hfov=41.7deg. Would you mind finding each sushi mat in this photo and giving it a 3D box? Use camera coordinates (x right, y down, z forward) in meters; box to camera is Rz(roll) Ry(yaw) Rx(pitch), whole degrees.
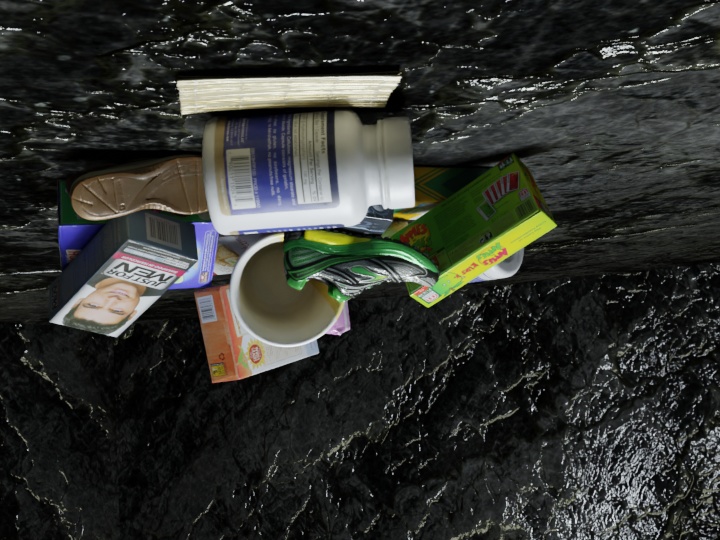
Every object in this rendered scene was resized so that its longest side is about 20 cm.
[{"bbox_3d":[-0.066,-0.162,0.861,0.200,0.012,0.096,-3,173,-7],"label":"sushi mat"}]

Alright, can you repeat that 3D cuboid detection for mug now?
[{"bbox_3d":[-0.087,0.015,1.284,0.186,0.150,0.153,-7,-173,-9],"label":"mug"}]

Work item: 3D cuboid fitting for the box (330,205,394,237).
[{"bbox_3d":[-0.048,-0.075,1.106,0.160,0.044,0.200,7,175,-4],"label":"box"}]

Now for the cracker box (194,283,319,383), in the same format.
[{"bbox_3d":[-0.149,0.079,1.397,0.058,0.134,0.200,-11,180,33],"label":"cracker box"}]

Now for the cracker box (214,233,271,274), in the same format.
[{"bbox_3d":[-0.184,-0.047,1.421,0.200,0.058,0.134,-5,158,18],"label":"cracker box"}]

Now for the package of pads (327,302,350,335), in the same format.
[{"bbox_3d":[-0.086,0.008,1.516,0.120,0.200,0.076,-6,-179,22],"label":"package of pads"}]

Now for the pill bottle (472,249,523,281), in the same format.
[{"bbox_3d":[0.156,-0.037,1.560,0.200,0.120,0.120,-10,171,41],"label":"pill bottle"}]

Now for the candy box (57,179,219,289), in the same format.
[{"bbox_3d":[-0.295,-0.044,1.250,0.200,0.077,0.169,-3,149,-17],"label":"candy box"}]

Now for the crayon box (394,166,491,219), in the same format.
[{"bbox_3d":[0.068,-0.104,1.287,0.200,0.052,0.126,-2,173,-23],"label":"crayon box"}]

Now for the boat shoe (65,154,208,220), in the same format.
[{"bbox_3d":[-0.243,-0.104,1.105,0.200,0.072,0.072,-12,-152,-24],"label":"boat shoe"}]

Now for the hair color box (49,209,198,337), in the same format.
[{"bbox_3d":[-0.302,0.004,1.192,0.099,0.061,0.200,19,137,-38],"label":"hair color box"}]

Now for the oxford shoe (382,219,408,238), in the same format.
[{"bbox_3d":[0.031,-0.056,1.382,0.075,0.058,0.200,8,-165,2],"label":"oxford shoe"}]

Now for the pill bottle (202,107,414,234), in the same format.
[{"bbox_3d":[-0.048,-0.101,0.940,0.200,0.120,0.120,-4,174,2],"label":"pill bottle"}]

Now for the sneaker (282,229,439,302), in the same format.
[{"bbox_3d":[0.000,0.000,1.158,0.200,0.085,0.078,7,175,-13],"label":"sneaker"}]

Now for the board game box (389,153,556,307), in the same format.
[{"bbox_3d":[0.141,-0.049,1.213,0.200,0.102,0.048,-34,140,20],"label":"board game box"}]
